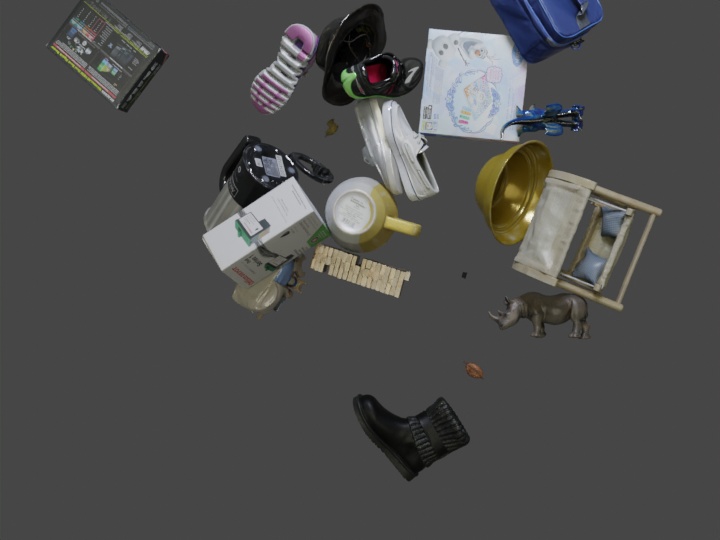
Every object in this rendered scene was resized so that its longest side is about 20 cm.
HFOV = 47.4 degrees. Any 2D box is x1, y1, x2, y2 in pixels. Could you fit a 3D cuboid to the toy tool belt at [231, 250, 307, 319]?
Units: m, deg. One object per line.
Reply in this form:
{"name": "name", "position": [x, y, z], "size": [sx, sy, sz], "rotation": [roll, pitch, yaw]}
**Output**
{"name": "toy tool belt", "position": [-0.164, 0.001, 1.626], "size": [0.124, 0.123, 0.201], "rotation": [31, 83, 18]}

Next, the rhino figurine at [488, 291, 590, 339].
{"name": "rhino figurine", "position": [0.347, 0.086, 1.590], "size": [0.197, 0.060, 0.089], "rotation": [1, 82, 8]}

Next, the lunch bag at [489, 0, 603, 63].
{"name": "lunch bag", "position": [0.348, -0.491, 1.510], "size": [0.135, 0.132, 0.202], "rotation": [-32, 90, -24]}

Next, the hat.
{"name": "hat", "position": [-0.036, -0.423, 1.564], "size": [0.080, 0.200, 0.202], "rotation": [32, 95, 22]}

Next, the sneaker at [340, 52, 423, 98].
{"name": "sneaker", "position": [0.055, -0.370, 1.554], "size": [0.199, 0.083, 0.078], "rotation": [-24, 92, -39]}

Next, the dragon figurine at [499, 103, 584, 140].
{"name": "dragon figurine", "position": [0.345, -0.282, 1.536], "size": [0.099, 0.199, 0.060], "rotation": [7, 106, 43]}

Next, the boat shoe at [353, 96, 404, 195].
{"name": "boat shoe", "position": [0.034, -0.243, 1.609], "size": [0.068, 0.072, 0.203], "rotation": [-15, 97, 27]}

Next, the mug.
{"name": "mug", "position": [0.012, -0.114, 1.570], "size": [0.184, 0.153, 0.152], "rotation": [-16, 90, 6]}

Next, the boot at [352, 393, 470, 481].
{"name": "boot", "position": [0.100, 0.293, 1.611], "size": [0.157, 0.080, 0.212], "rotation": [-38, 99, 12]}

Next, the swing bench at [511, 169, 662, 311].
{"name": "swing bench", "position": [0.414, -0.058, 1.527], "size": [0.197, 0.130, 0.202], "rotation": [20, 96, -7]}

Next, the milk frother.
{"name": "milk frother", "position": [-0.176, -0.147, 1.604], "size": [0.198, 0.182, 0.188], "rotation": [23, 133, -23]}

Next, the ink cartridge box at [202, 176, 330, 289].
{"name": "ink cartridge box", "position": [-0.170, -0.064, 1.503], "size": [0.199, 0.146, 0.085], "rotation": [-33, 71, 2]}

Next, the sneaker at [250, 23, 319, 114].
{"name": "sneaker", "position": [-0.140, -0.394, 1.615], "size": [0.080, 0.088, 0.201], "rotation": [41, 117, 2]}

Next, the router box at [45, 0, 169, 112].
{"name": "router box", "position": [-0.508, -0.442, 1.654], "size": [0.200, 0.062, 0.150], "rotation": [41, 95, 3]}

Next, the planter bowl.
{"name": "planter bowl", "position": [0.276, -0.157, 1.555], "size": [0.083, 0.199, 0.203], "rotation": [26, 95, 39]}

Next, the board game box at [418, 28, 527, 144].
{"name": "board game box", "position": [0.220, -0.357, 1.594], "size": [0.196, 0.043, 0.203], "rotation": [6, 92, 6]}

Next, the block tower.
{"name": "block tower", "position": [0.000, 0.000, 1.625], "size": [0.197, 0.054, 0.059], "rotation": [16, 94, 5]}

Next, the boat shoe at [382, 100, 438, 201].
{"name": "boat shoe", "position": [0.101, -0.236, 1.584], "size": [0.065, 0.074, 0.202], "rotation": [-13, 108, 28]}
